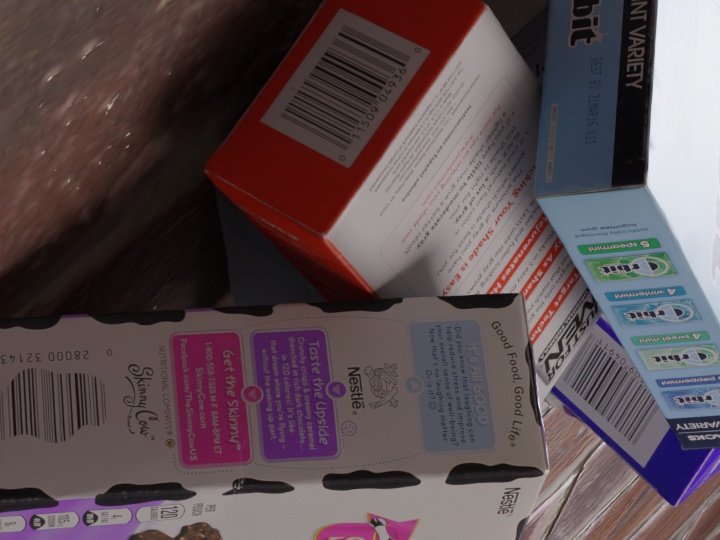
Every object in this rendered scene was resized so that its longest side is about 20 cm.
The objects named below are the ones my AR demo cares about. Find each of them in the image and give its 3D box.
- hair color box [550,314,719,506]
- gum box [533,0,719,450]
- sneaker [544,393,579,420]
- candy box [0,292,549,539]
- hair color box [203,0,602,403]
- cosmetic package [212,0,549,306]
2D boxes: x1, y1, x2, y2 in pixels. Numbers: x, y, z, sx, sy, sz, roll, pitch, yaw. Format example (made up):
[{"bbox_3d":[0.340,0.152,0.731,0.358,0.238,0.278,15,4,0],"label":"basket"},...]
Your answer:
[{"bbox_3d":[0.172,0.012,1.262,0.200,0.109,0.065,-33,159,-39],"label":"hair color box"},{"bbox_3d":[0.120,-0.051,1.041,0.200,0.045,0.170,53,37,-53],"label":"gum box"},{"bbox_3d":[0.179,0.047,1.749,0.081,0.083,0.200,-44,163,-24],"label":"sneaker"},{"bbox_3d":[-0.045,0.080,0.979,0.200,0.072,0.168,-3,152,-7],"label":"candy box"},{"bbox_3d":[0.030,-0.022,0.998,0.102,0.061,0.200,-55,148,-9],"label":"hair color box"},{"bbox_3d":[0.032,-0.039,1.100,0.200,0.052,0.151,-43,150,-26],"label":"cosmetic package"}]
